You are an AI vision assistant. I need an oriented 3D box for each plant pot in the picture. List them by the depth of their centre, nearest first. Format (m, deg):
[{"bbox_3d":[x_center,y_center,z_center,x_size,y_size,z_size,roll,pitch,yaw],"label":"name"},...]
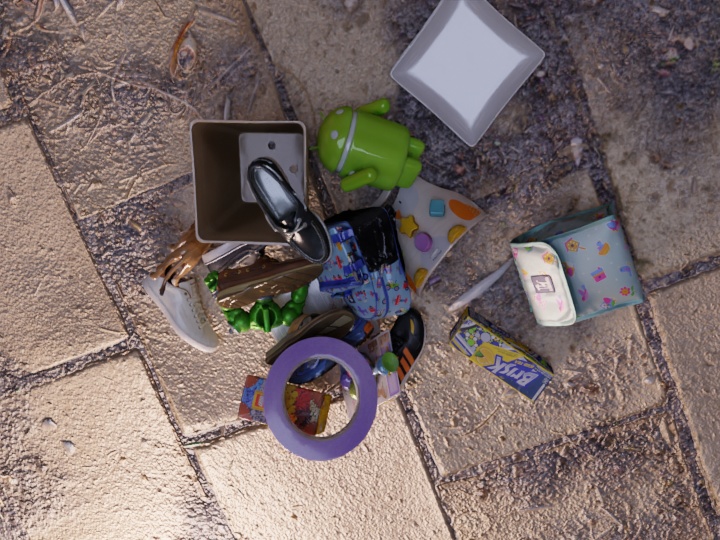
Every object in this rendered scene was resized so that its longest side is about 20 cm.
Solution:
[{"bbox_3d":[-0.174,-0.166,1.248,0.193,0.177,0.206,2,105,6],"label":"plant pot"}]

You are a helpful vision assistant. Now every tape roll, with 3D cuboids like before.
[{"bbox_3d":[-0.068,0.219,1.215,0.194,0.066,0.207,1,82,-4],"label":"tape roll"}]

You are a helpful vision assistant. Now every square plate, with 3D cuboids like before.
[{"bbox_3d":[0.182,-0.356,1.220,0.199,0.028,0.199,39,107,-3],"label":"square plate"}]

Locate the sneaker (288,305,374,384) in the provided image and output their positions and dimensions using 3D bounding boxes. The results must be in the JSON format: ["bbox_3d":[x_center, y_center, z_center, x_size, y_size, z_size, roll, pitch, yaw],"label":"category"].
[{"bbox_3d":[-0.066,0.144,1.343,0.199,0.075,0.079,-39,80,7],"label":"sneaker"}]

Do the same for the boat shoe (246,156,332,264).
[{"bbox_3d":[-0.118,-0.089,1.138,0.075,0.060,0.201,-37,98,15],"label":"boat shoe"}]

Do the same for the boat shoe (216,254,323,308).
[{"bbox_3d":[-0.162,0.005,1.227,0.195,0.072,0.069,-17,67,8],"label":"boat shoe"}]

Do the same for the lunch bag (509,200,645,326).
[{"bbox_3d":[0.376,-0.005,1.243,0.196,0.122,0.174,-19,105,21],"label":"lunch bag"}]

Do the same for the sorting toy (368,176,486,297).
[{"bbox_3d":[0.095,-0.082,1.289,0.180,0.106,0.201,43,108,15],"label":"sorting toy"}]

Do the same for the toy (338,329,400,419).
[{"bbox_3d":[0.000,0.198,1.314,0.199,0.046,0.118,-37,58,50],"label":"toy"}]

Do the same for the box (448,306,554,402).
[{"bbox_3d":[0.265,0.157,1.333,0.197,0.064,0.071,34,107,-1],"label":"box"}]

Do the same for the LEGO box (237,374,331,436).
[{"bbox_3d":[-0.138,0.257,1.344,0.145,0.200,0.079,13,80,4],"label":"LEGO box"}]

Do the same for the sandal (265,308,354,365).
[{"bbox_3d":[-0.100,0.113,1.290,0.198,0.055,0.080,-32,144,26],"label":"sandal"}]

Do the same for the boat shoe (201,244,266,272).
[{"bbox_3d":[-0.211,-0.039,1.346,0.196,0.072,0.069,-25,99,17],"label":"boat shoe"}]

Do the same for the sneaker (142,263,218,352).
[{"bbox_3d":[-0.340,0.070,1.394,0.084,0.073,0.201,-40,95,19],"label":"sneaker"}]

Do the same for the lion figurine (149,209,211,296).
[{"bbox_3d":[-0.309,-0.043,1.300,0.121,0.202,0.072,-36,118,23],"label":"lion figurine"}]

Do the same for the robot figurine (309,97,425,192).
[{"bbox_3d":[0.011,-0.212,1.230,0.195,0.116,0.180,17,63,-10],"label":"robot figurine"}]

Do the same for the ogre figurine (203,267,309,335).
[{"bbox_3d":[-0.182,0.051,1.304,0.195,0.097,0.124,-7,92,-30],"label":"ogre figurine"}]

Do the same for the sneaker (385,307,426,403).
[{"bbox_3d":[0.063,0.171,1.344,0.069,0.089,0.205,29,111,23],"label":"sneaker"}]

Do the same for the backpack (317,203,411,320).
[{"bbox_3d":[0.000,0.000,1.259,0.132,0.181,0.205,-25,103,-27],"label":"backpack"}]

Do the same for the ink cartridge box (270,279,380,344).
[{"bbox_3d":[-0.081,0.090,1.385,0.196,0.050,0.165,-28,100,2],"label":"ink cartridge box"}]
